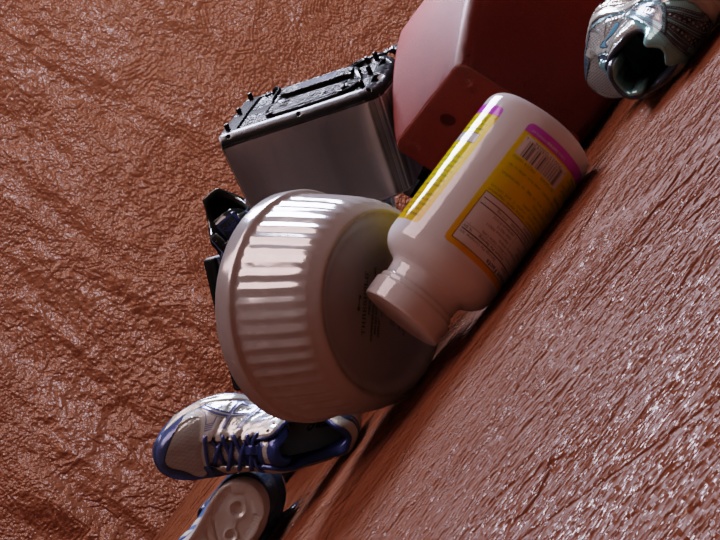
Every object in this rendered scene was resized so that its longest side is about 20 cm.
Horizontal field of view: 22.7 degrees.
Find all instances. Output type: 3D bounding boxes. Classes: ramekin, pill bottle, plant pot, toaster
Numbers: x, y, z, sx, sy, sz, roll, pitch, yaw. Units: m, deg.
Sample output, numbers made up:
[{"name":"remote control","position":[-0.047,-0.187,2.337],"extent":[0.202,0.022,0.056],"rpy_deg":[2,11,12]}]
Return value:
[{"name":"ramekin","position":[-0.018,0.029,1.526],"extent":[0.105,0.201,0.201],"rpy_deg":[-4,38,42]},{"name":"pill bottle","position":[0.092,-0.039,1.471],"extent":[0.200,0.104,0.104],"rpy_deg":[-52,3,-9]},{"name":"plant pot","position":[0.139,-0.177,1.702],"extent":[0.200,0.199,0.177],"rpy_deg":[-50,13,47]},{"name":"toaster","position":[-0.028,-0.136,1.824],"extent":[0.199,0.119,0.181],"rpy_deg":[-17,16,11]}]

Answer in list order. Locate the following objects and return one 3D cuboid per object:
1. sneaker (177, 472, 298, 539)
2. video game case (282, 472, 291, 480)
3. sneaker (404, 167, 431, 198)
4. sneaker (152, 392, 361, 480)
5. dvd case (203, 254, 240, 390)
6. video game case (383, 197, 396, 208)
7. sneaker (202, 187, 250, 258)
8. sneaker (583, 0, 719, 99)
[{"name":"sneaker","position":[-0.140,0.273,1.738],"extent":[0.201,0.080,0.146],"rpy_deg":[-55,-6,6]},{"name":"video game case","position":[-0.088,0.214,2.083],"extent":[0.200,0.025,0.181],"rpy_deg":[-52,3,2]},{"name":"sneaker","position":[0.098,-0.170,1.954],"extent":[0.200,0.075,0.116],"rpy_deg":[-49,13,53]},{"name":"sneaker","position":[-0.097,0.154,1.658],"extent":[0.198,0.076,0.088],"rpy_deg":[-14,14,0]},{"name":"dvd case","position":[-0.106,0.043,1.969],"extent":[0.017,0.144,0.200],"rpy_deg":[-12,3,23]},{"name":"video game case","position":[0.027,-0.048,2.013],"extent":[0.200,0.023,0.184],"rpy_deg":[92,171,-78]},{"name":"sneaker","position":[-0.110,-0.013,1.824],"extent":[0.070,0.078,0.200],"rpy_deg":[-42,37,2]},{"name":"sneaker","position":[0.216,-0.175,1.438],"extent":[0.087,0.077,0.200],"rpy_deg":[-57,4,-19]}]
